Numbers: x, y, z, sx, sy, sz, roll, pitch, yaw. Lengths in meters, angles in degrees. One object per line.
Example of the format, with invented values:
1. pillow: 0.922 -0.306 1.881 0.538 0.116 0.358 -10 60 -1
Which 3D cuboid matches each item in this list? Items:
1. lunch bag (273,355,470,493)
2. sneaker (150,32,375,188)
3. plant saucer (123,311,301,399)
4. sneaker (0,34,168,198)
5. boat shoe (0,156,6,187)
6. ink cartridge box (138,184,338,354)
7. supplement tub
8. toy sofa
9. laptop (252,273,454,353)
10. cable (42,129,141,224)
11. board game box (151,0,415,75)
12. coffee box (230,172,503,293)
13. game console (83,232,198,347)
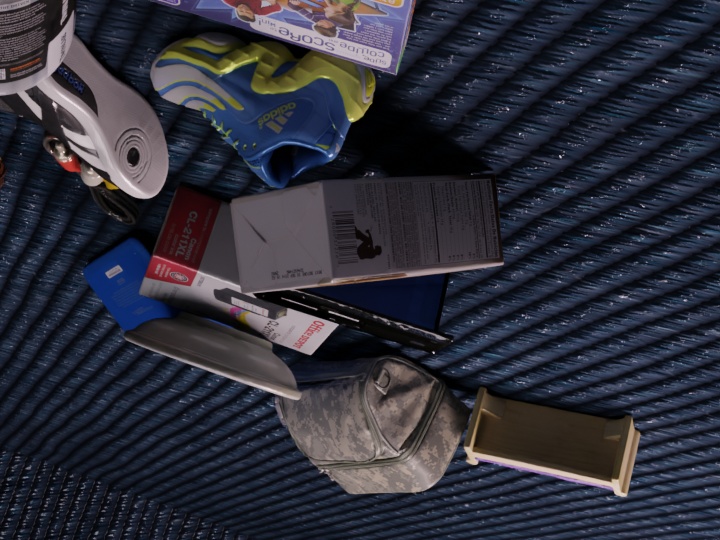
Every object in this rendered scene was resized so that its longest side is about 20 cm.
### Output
1. lunch bag: 0.005 0.177 1.744 0.199 0.140 0.168 -10 130 50
2. sneaker: -0.089 -0.121 1.085 0.199 0.106 0.076 3 155 31
3. plant saucer: -0.151 0.083 1.511 0.199 0.051 0.200 19 175 2
4. sneaker: -0.255 -0.140 1.233 0.111 0.073 0.200 8 149 32
5. boat shoe: -0.387 -0.105 1.417 0.070 0.071 0.200 32 164 -18
6. ink cartridge box: -0.114 0.003 1.455 0.199 0.083 0.146 20 159 -8
7. supplement tub: -0.252 -0.211 0.961 0.122 0.123 0.200 20 160 -7
8. toy sofa: 0.230 0.210 1.712 0.199 0.083 0.098 10 157 18
9. laptop: 0.000 0.000 1.271 0.176 0.104 0.200 17 172 -2
10. cable: -0.264 -0.086 1.390 0.096 0.051 0.200 18 158 0
11. board game box: -0.059 -0.203 0.952 0.199 0.035 0.135 17 160 1
12. coffee box: 0.009 -0.032 1.150 0.199 0.080 0.113 -6 179 -44
13. game console: -0.209 0.019 1.664 0.171 0.118 0.200 54 150 -8
